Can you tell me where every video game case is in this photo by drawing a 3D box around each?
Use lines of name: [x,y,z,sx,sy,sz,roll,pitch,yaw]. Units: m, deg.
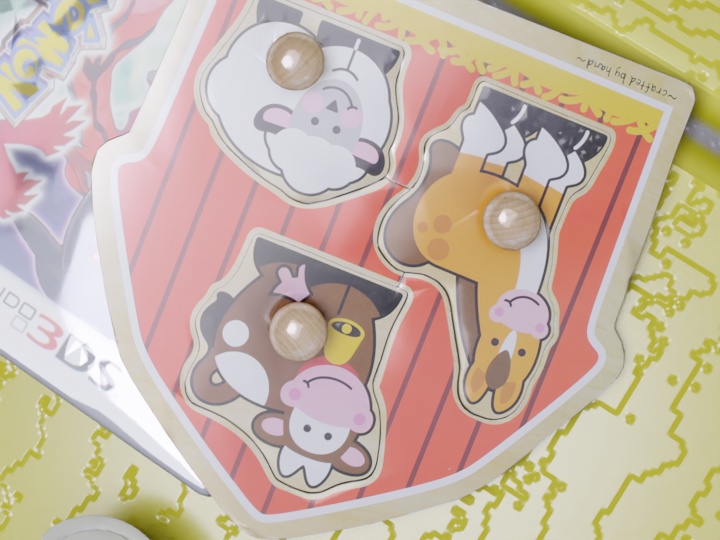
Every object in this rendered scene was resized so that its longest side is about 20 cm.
video game case: [-0.073,-0.052,0.839,0.182,0.023,0.201,34,93,6]

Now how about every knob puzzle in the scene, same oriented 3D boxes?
knob puzzle: [0.000,0.000,0.805,0.218,0.030,0.221,0,97,-4]

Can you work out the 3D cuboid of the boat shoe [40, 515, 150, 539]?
boat shoe: [-0.076,0.183,0.779,0.072,0.062,0.201,-2,61,-29]
